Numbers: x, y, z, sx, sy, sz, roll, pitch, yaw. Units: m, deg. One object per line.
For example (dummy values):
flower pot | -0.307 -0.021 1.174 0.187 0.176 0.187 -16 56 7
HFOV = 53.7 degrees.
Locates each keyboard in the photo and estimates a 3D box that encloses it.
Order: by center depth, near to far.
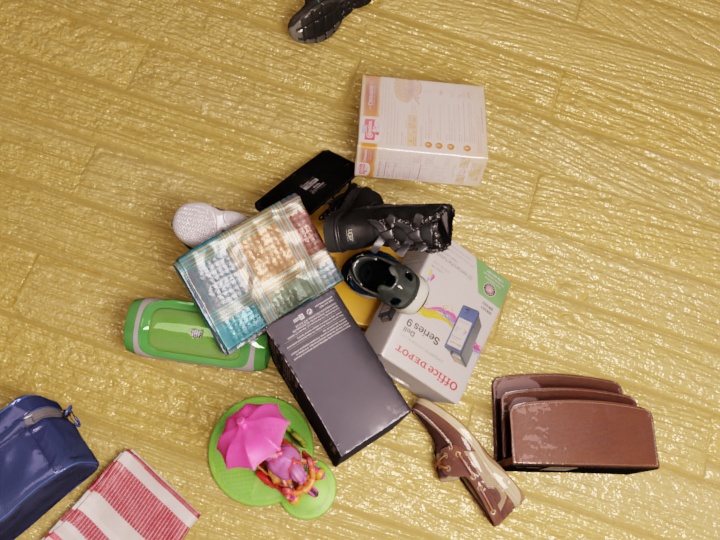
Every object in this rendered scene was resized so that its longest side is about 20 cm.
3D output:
keyboard | -0.067 -0.112 1.083 0.104 0.040 0.200 29 45 16

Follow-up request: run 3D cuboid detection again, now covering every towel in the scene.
towel | -0.332 0.360 0.948 0.144 0.023 0.200 39 74 8
towel | -0.135 0.002 0.970 0.199 0.022 0.147 -32 99 -19

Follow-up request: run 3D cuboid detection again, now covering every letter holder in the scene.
letter holder | 0.294 0.207 1.000 0.198 0.101 0.143 3 70 -3

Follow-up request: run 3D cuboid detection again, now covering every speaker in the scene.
speaker | -0.226 0.091 1.009 0.198 0.089 0.089 8 72 -1

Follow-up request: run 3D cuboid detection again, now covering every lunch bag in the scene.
lunch bag | -0.448 0.249 0.915 0.200 0.136 0.132 -40 79 -15

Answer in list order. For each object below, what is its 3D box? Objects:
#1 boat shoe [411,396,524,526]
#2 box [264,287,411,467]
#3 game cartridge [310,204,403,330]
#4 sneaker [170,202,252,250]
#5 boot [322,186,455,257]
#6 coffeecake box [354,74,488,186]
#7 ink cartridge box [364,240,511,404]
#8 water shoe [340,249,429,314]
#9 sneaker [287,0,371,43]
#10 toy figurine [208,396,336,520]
boat shoe | 0.135 0.266 0.987 0.072 0.072 0.200 -41 84 -15
box | -0.034 0.149 0.943 0.104 0.200 0.183 -29 77 -13
game cartridge | 0.000 0.000 1.085 0.198 0.032 0.178 14 71 -2
sneaker | -0.183 -0.047 1.052 0.199 0.114 0.076 19 84 -21
boot | 0.051 -0.071 0.986 0.161 0.198 0.074 -2 109 19
coffeecake box | 0.094 -0.221 1.121 0.198 0.073 0.155 5 58 -2
ink cartridge box | 0.106 0.069 1.015 0.145 0.087 0.201 35 73 -19
water shoe | 0.017 -0.001 0.971 0.079 0.200 0.072 34 83 -32
sneaker | -0.056 -0.459 1.216 0.079 0.076 0.200 39 67 23
toy figurine | -0.114 0.242 0.915 0.200 0.184 0.150 39 74 8
